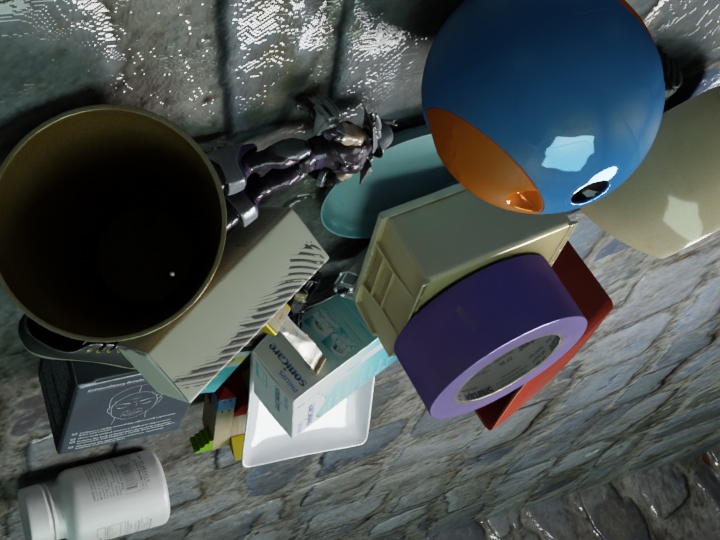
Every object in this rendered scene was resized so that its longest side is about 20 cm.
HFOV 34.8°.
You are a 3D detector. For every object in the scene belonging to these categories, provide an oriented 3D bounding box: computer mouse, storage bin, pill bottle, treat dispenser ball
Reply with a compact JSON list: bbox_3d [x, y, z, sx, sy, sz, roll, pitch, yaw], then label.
[{"bbox_3d":[0.000,0.000,1.339,0.200,0.044,0.110,-23,155,-19],"label":"computer mouse"},{"bbox_3d":[0.111,-0.009,1.281,0.200,0.094,0.199,-22,157,-21],"label":"storage bin"},{"bbox_3d":[-0.390,0.339,1.677,0.200,0.114,0.114,-11,155,-25],"label":"pill bottle"},{"bbox_3d":[0.151,-0.147,0.960,0.201,0.201,0.201,-18,157,-8],"label":"treat dispenser ball"}]

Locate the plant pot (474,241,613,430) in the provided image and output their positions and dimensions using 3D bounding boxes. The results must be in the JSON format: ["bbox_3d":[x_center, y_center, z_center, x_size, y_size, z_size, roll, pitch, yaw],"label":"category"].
[{"bbox_3d":[0.205,0.056,1.494,0.176,0.200,0.200,-26,160,-21],"label":"plant pot"}]

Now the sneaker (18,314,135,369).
[{"bbox_3d":[-0.231,0.062,1.127,0.200,0.075,0.106,-2,176,-16],"label":"sneaker"}]

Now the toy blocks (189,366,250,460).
[{"bbox_3d":[-0.135,0.174,1.586,0.200,0.100,0.137,-12,144,-21],"label":"toy blocks"}]

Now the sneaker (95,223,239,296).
[{"bbox_3d":[-0.205,0.000,1.144,0.200,0.071,0.080,-9,157,-29],"label":"sneaker"}]

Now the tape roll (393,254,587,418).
[{"bbox_3d":[0.142,0.075,1.262,0.200,0.085,0.200,-26,157,-12],"label":"tape roll"}]

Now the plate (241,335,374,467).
[{"bbox_3d":[-0.070,0.153,1.534,0.199,0.032,0.200,-6,112,-33],"label":"plate"}]

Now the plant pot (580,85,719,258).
[{"bbox_3d":[0.335,-0.092,1.254,0.200,0.135,0.200,-28,176,-2],"label":"plant pot"}]

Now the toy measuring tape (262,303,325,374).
[{"bbox_3d":[-0.114,0.050,1.289,0.074,0.074,0.200,-27,130,14],"label":"toy measuring tape"}]

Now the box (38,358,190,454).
[{"bbox_3d":[-0.268,0.109,1.282,0.148,0.107,0.200,-9,155,-26],"label":"box"}]

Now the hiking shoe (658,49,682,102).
[{"bbox_3d":[0.232,-0.153,1.177,0.200,0.076,0.101,-18,154,-11],"label":"hiking shoe"}]

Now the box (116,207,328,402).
[{"bbox_3d":[-0.129,0.029,1.090,0.200,0.068,0.082,-47,-156,-21],"label":"box"}]

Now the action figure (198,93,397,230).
[{"bbox_3d":[-0.056,-0.105,1.052,0.200,0.069,0.130,-20,151,-13],"label":"action figure"}]

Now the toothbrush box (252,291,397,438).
[{"bbox_3d":[-0.032,0.100,1.424,0.200,0.085,0.146,-37,162,-18],"label":"toothbrush box"}]

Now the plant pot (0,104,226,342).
[{"bbox_3d":[-0.200,-0.024,0.984,0.186,0.187,0.200,-20,173,-5],"label":"plant pot"}]

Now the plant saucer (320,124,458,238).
[{"bbox_3d":[0.049,-0.097,1.205,0.200,0.027,0.200,-19,157,-8],"label":"plant saucer"}]

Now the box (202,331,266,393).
[{"bbox_3d":[-0.177,0.087,1.388,0.082,0.049,0.200,-4,152,-36],"label":"box"}]
